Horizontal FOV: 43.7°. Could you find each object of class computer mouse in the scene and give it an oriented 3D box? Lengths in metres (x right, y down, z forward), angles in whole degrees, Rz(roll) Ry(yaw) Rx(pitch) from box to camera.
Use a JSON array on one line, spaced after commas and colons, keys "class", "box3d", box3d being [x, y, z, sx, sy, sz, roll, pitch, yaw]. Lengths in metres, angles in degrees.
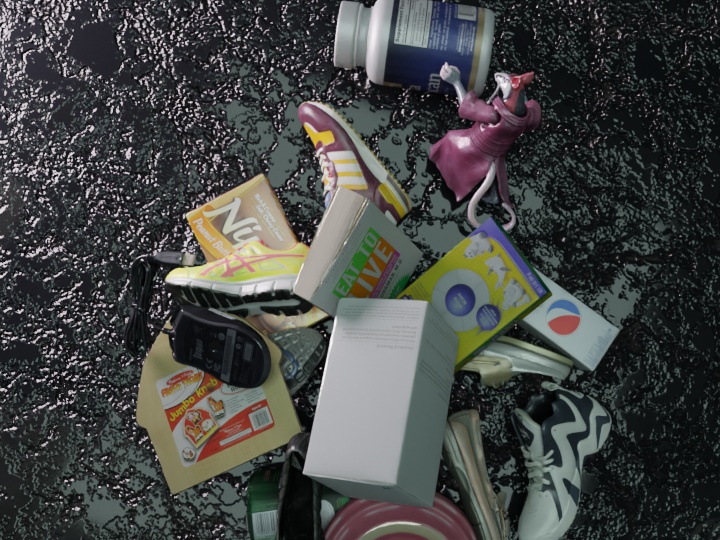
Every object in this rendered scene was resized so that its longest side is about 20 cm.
[{"class": "computer mouse", "box3d": [-0.182, 0.050, 1.044, 0.196, 0.046, 0.144, 12, 106, 19]}]

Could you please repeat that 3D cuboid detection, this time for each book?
[{"class": "book", "box3d": [0.000, 0.000, 1.090, 0.048, 0.200, 0.135, 25, 85, 28]}]

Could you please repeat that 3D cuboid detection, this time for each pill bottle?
[{"class": "pill bottle", "box3d": [0.067, -0.291, 1.157, 0.195, 0.111, 0.114, 8, 85, 1]}]

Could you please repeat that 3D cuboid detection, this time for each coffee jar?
[{"class": "coffee jar", "box3d": [-0.039, 0.285, 1.106, 0.195, 0.104, 0.087, -5, 93, -1]}]

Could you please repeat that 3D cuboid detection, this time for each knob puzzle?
[{"class": "knob puzzle", "box3d": [-0.179, 0.139, 1.080, 0.215, 0.030, 0.225, -2, 80, 11]}]

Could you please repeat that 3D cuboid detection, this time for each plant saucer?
[{"class": "plant saucer", "box3d": [0.046, 0.352, 1.040, 0.196, 0.051, 0.205, 0, 99, -2]}]

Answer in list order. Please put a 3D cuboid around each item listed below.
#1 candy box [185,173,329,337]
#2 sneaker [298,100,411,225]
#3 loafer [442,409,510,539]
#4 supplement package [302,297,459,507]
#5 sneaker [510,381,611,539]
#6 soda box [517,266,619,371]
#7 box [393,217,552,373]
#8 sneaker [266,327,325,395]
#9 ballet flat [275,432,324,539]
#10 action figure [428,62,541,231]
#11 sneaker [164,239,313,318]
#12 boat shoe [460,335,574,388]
[{"class": "candy box", "box3d": [-0.129, -0.007, 1.157, 0.114, 0.055, 0.203, -27, 85, 0]}, {"class": "sneaker", "box3d": [-0.026, -0.127, 1.160, 0.090, 0.075, 0.200, -42, 85, -9]}, {"class": "loafer", "box3d": [0.155, 0.274, 1.127, 0.062, 0.072, 0.203, -20, 82, -9]}, {"class": "supplement package", "box3d": [0.028, 0.147, 1.005, 0.115, 0.117, 0.204, 1, 66, 26]}, {"class": "sneaker", "box3d": [0.217, 0.229, 1.100, 0.129, 0.079, 0.201, 34, 84, -23]}, {"class": "soda box", "box3d": [0.226, 0.044, 1.146, 0.199, 0.068, 0.064, 37, 86, 3]}, {"class": "box", "box3d": [0.120, 0.045, 1.094, 0.199, 0.048, 0.118, -42, 71, 16]}, {"class": "sneaker", "box3d": [-0.120, 0.147, 1.127, 0.199, 0.087, 0.075, -42, 72, 3]}, {"class": "ballet flat", "box3d": [-0.074, 0.283, 1.017, 0.065, 0.057, 0.205, 5, 97, 23]}, {"class": "action figure", "box3d": [0.156, -0.163, 1.099, 0.131, 0.201, 0.152, 2, 60, -17]}, {"class": "sneaker", "box3d": [-0.143, 0.006, 1.101, 0.195, 0.079, 0.092, 0, 59, 13]}, {"class": "boat shoe", "box3d": [0.168, 0.114, 1.141, 0.196, 0.075, 0.070, 14, 86, 12]}]
